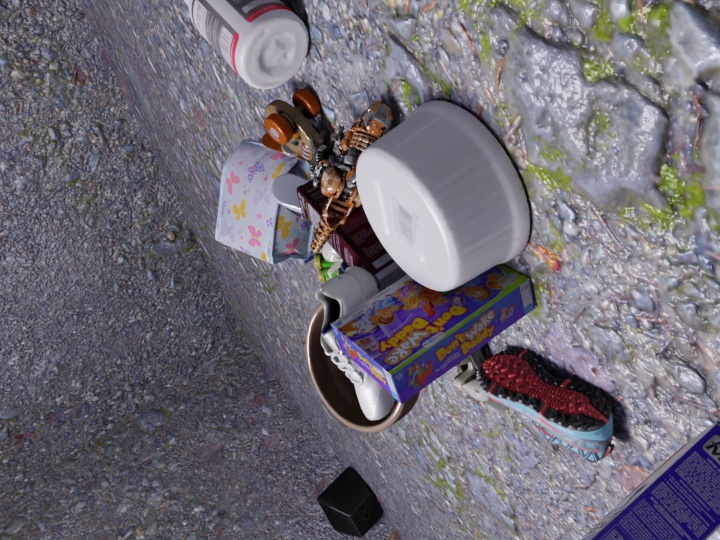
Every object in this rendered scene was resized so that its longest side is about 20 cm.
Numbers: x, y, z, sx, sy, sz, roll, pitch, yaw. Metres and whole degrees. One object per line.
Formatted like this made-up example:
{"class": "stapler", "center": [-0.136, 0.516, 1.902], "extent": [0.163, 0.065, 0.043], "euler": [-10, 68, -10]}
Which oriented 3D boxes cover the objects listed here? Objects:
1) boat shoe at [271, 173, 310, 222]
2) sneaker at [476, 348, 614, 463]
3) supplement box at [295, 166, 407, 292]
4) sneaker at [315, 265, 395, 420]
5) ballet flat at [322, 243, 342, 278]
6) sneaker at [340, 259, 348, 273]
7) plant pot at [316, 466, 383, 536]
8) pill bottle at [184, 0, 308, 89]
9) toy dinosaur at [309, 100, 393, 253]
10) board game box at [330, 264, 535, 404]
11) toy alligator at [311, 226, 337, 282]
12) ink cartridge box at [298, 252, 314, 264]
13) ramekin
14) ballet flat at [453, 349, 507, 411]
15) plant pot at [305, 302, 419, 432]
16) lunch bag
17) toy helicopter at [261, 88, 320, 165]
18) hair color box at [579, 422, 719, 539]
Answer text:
{"class": "boat shoe", "center": [-0.047, -0.091, 1.010], "extent": [0.199, 0.070, 0.066], "euler": [21, 173, 10]}
{"class": "sneaker", "center": [0.220, 0.171, 0.788], "extent": [0.200, 0.079, 0.096], "euler": [31, 151, 56]}
{"class": "supplement box", "center": [0.009, -0.064, 0.905], "extent": [0.200, 0.108, 0.061], "euler": [49, 161, 27]}
{"class": "sneaker", "center": [-0.011, 0.099, 0.826], "extent": [0.074, 0.087, 0.201], "euler": [-14, 92, 47]}
{"class": "ballet flat", "center": [-0.034, -0.020, 1.167], "extent": [0.069, 0.069, 0.201], "euler": [40, 155, 43]}
{"class": "sneaker", "center": [0.000, 0.000, 1.101], "extent": [0.072, 0.072, 0.201], "euler": [42, 158, 36]}
{"class": "plant pot", "center": [-0.026, 0.974, 2.654], "extent": [0.177, 0.199, 0.201], "euler": [10, 132, 51]}
{"class": "pill bottle", "center": [-0.169, -0.352, 0.890], "extent": [0.200, 0.110, 0.111], "euler": [49, 161, 26]}
{"class": "toy dinosaur", "center": [-0.023, -0.121, 0.814], "extent": [0.102, 0.200, 0.136], "euler": [42, -169, -21]}
{"class": "board game box", "center": [0.084, 0.053, 0.751], "extent": [0.134, 0.199, 0.045], "euler": [32, 149, 52]}
{"class": "toy alligator", "center": [-0.058, -0.034, 1.237], "extent": [0.201, 0.059, 0.054], "euler": [77, -165, -45]}
{"class": "ink cartridge box", "center": [-0.162, -0.138, 1.352], "extent": [0.200, 0.043, 0.197], "euler": [54, 161, 21]}
{"class": "ramekin", "center": [0.081, -0.075, 0.710], "extent": [0.201, 0.097, 0.201], "euler": [50, 161, 24]}
{"class": "ballet flat", "center": [0.153, 0.135, 0.930], "extent": [0.067, 0.064, 0.201], "euler": [17, 136, 62]}
{"class": "plant pot", "center": [0.045, 0.117, 0.959], "extent": [0.199, 0.174, 0.202], "euler": [13, 109, 42]}
{"class": "lunch bag", "center": [-0.167, -0.131, 1.185], "extent": [0.169, 0.127, 0.201], "euler": [19, 109, 36]}
{"class": "toy helicopter", "center": [-0.082, -0.182, 1.016], "extent": [0.200, 0.079, 0.132], "euler": [50, 159, -20]}
{"class": "hair color box", "center": [0.261, 0.235, 0.581], "extent": [0.065, 0.199, 0.110], "euler": [50, 161, 27]}
